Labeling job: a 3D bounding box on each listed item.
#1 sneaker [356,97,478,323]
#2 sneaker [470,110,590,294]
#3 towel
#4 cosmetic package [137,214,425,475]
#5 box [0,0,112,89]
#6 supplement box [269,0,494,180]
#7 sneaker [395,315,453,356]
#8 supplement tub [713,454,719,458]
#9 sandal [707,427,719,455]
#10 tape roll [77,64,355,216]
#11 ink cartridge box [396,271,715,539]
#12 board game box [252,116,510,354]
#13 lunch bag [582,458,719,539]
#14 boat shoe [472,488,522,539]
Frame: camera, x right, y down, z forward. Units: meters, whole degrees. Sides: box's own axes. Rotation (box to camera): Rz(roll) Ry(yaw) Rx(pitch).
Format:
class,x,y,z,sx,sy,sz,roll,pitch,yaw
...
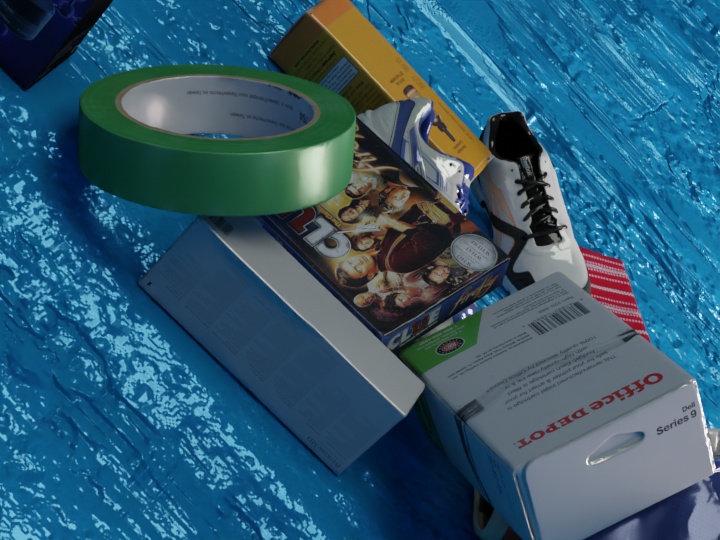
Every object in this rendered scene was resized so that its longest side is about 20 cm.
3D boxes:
class,x,y,z,sx,sy,sz,roll,pitch,yaw
sneaker,0.059,-0.050,1.496,0.075,0.088,0.201,62,3,-77
sneaker,0.143,-0.051,1.601,0.073,0.080,0.201,-14,58,-16
towel,0.211,0.055,1.634,0.144,0.022,0.201,17,45,-37
cosmetic package,-0.055,0.044,1.314,0.200,0.083,0.051,45,32,-4
box,-0.263,-0.254,1.335,0.200,0.141,0.079,43,35,-4
supplement box,0.019,-0.141,1.586,0.200,0.069,0.067,45,36,0
sneaker,0.000,0.000,1.442,0.072,0.073,0.200,-25,60,-25
supplement tub,0.314,0.212,1.501,0.199,0.123,0.123,9,50,-42
sandal,0.325,0.172,1.610,0.202,0.083,0.050,23,-2,-28
tape roll,-0.103,-0.097,1.333,0.199,0.049,0.201,4,22,-2
ink cartridge box,0.135,0.098,1.312,0.200,0.145,0.085,46,-22,59
board game box,-0.004,-0.033,1.398,0.135,0.035,0.200,-31,62,-32
lunch bag,0.198,0.241,1.300,0.199,0.136,0.133,-25,67,-9
boat shoe,0.115,0.130,1.423,0.062,0.071,0.201,24,45,-24
